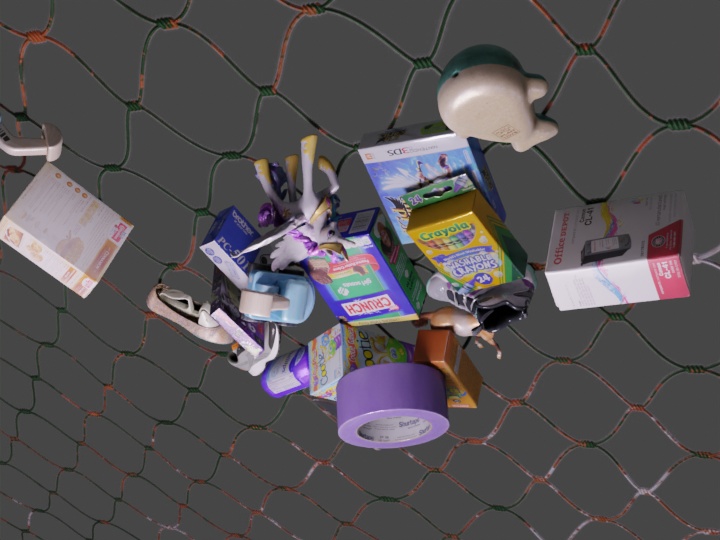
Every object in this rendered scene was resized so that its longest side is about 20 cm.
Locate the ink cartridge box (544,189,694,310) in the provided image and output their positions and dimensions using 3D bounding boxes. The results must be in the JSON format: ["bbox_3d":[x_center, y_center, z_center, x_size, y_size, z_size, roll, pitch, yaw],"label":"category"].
[{"bbox_3d":[0.383,-0.029,1.382,0.196,0.149,0.086,-7,131,28],"label":"ink cartridge box"}]

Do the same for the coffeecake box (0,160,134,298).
[{"bbox_3d":[-0.543,-0.075,1.726,0.199,0.155,0.073,38,137,-17],"label":"coffeecake box"}]

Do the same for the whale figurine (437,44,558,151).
[{"bbox_3d":[0.193,-0.239,1.305,0.198,0.106,0.158,23,144,-39],"label":"whale figurine"}]

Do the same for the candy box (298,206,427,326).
[{"bbox_3d":[0.000,0.000,1.628,0.166,0.078,0.201,-9,130,33],"label":"candy box"}]

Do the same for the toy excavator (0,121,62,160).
[{"bbox_3d":[-0.643,-0.242,1.616,0.200,0.193,0.100,47,140,14],"label":"toy excavator"}]

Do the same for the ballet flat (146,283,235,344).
[{"bbox_3d":[-0.334,0.084,1.870,0.197,0.069,0.068,23,131,-3],"label":"ballet flat"}]

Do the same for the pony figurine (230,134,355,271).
[{"bbox_3d":[-0.106,-0.088,1.498,0.190,0.204,0.166,-20,169,27],"label":"pony figurine"}]

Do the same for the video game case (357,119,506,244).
[{"bbox_3d":[0.114,-0.136,1.465,0.178,0.046,0.202,-5,131,29],"label":"video game case"}]

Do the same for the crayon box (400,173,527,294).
[{"bbox_3d":[0.159,-0.051,1.461,0.124,0.052,0.200,-15,133,35],"label":"crayon box"}]

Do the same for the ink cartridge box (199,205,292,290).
[{"bbox_3d":[-0.195,-0.011,1.689,0.044,0.095,0.201,-19,124,37],"label":"ink cartridge box"}]

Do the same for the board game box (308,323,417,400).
[{"bbox_3d":[0.012,0.184,1.738,0.197,0.107,0.102,18,145,-35],"label":"board game box"}]

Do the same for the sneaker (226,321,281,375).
[{"bbox_3d":[-0.207,0.146,1.858,0.078,0.075,0.201,15,141,-20],"label":"sneaker"}]

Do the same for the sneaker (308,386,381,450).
[{"bbox_3d":[-0.023,0.290,1.950,0.105,0.075,0.202,-8,121,36],"label":"sneaker"}]

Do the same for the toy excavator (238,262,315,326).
[{"bbox_3d":[-0.141,0.046,1.563,0.191,0.102,0.199,8,-179,-34],"label":"toy excavator"}]

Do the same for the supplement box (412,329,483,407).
[{"bbox_3d":[0.161,0.181,1.703,0.065,0.070,0.200,-2,150,27],"label":"supplement box"}]

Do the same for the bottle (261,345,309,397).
[{"bbox_3d":[-0.113,0.193,1.871,0.198,0.084,0.065,-24,121,40],"label":"bottle"}]

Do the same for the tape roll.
[{"bbox_3d":[0.056,0.240,1.647,0.195,0.087,0.201,-2,151,-1],"label":"tape roll"}]

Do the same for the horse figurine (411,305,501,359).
[{"bbox_3d":[0.182,0.101,1.677,0.195,0.051,0.134,7,143,12],"label":"horse figurine"}]

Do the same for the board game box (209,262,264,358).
[{"bbox_3d":[-0.221,0.061,1.704,0.032,0.201,0.120,-33,117,12],"label":"board game box"}]

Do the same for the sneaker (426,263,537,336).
[{"bbox_3d":[0.189,0.055,1.556,0.196,0.141,0.078,-8,131,29],"label":"sneaker"}]
